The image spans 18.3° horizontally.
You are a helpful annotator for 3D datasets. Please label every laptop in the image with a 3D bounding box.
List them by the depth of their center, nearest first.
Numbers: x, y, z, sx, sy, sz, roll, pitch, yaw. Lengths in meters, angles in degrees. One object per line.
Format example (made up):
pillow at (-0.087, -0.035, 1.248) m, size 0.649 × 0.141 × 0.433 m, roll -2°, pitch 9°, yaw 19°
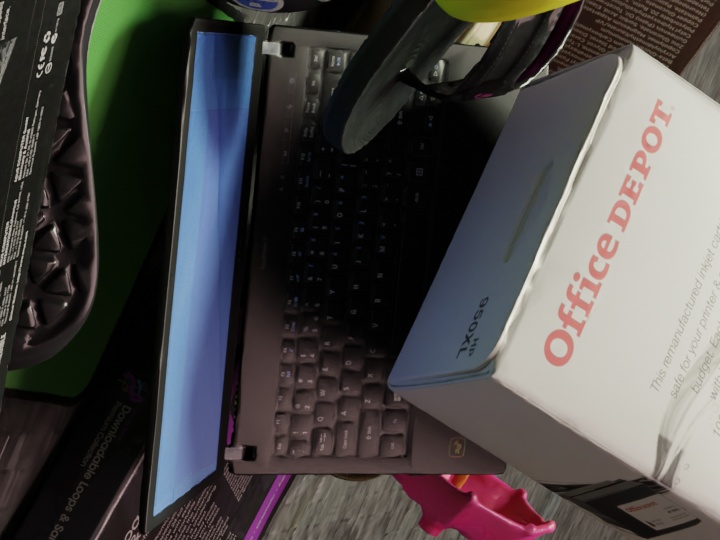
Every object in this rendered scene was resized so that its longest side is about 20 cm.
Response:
laptop at (0.000, 0.000, 0.835) m, size 0.200 × 0.103 × 0.178 m, roll 3°, pitch 97°, yaw -27°

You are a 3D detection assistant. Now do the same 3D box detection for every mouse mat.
mouse mat at (-0.100, -0.033, 0.747) m, size 0.161 × 0.008 × 0.200 m, roll -66°, pitch 164°, yaw 0°

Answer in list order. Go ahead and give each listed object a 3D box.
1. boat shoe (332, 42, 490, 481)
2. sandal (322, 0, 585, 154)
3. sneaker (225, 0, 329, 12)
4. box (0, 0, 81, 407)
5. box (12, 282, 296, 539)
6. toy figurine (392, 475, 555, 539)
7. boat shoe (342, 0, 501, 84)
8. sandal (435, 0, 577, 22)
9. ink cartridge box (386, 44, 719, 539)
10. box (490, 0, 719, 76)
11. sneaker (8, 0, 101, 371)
boat shoe at (0.014, -0.010, 0.957) m, size 0.068 × 0.072 × 0.200 m, roll 153°, pitch -52°, yaw -78°
sandal at (0.066, -0.110, 0.784) m, size 0.200 × 0.048 × 0.075 m, roll -45°, pitch 167°, yaw -2°
sneaker at (-0.024, -0.124, 0.732) m, size 0.200 × 0.078 × 0.089 m, roll -21°, pitch 131°, yaw -67°
box at (-0.140, -0.036, 0.483) m, size 0.164 × 0.086 × 0.200 m, roll -38°, pitch 148°, yaw -57°
box at (-0.080, 0.097, 0.940) m, size 0.143 × 0.036 × 0.200 m, roll -62°, pitch 164°, yaw -19°
toy figurine at (0.089, 0.047, 1.034) m, size 0.184 × 0.150 × 0.200 m, roll -38°, pitch -161°, yaw 43°
boat shoe at (0.036, -0.142, 0.919) m, size 0.200 × 0.065 × 0.072 m, roll -52°, pitch -152°, yaw 2°
sandal at (0.056, -0.165, 0.708) m, size 0.200 × 0.079 × 0.087 m, roll -82°, pitch 158°, yaw -51°
ink cartridge box at (0.131, 0.029, 0.871) m, size 0.084 × 0.200 × 0.145 m, roll -14°, pitch -133°, yaw 61°
box at (0.123, -0.137, 0.987) m, size 0.200 × 0.075 × 0.100 m, roll 120°, pitch -9°, yaw -48°
sneaker at (-0.107, -0.070, 0.607) m, size 0.083 × 0.072 × 0.200 m, roll -139°, pitch -127°, yaw -64°
